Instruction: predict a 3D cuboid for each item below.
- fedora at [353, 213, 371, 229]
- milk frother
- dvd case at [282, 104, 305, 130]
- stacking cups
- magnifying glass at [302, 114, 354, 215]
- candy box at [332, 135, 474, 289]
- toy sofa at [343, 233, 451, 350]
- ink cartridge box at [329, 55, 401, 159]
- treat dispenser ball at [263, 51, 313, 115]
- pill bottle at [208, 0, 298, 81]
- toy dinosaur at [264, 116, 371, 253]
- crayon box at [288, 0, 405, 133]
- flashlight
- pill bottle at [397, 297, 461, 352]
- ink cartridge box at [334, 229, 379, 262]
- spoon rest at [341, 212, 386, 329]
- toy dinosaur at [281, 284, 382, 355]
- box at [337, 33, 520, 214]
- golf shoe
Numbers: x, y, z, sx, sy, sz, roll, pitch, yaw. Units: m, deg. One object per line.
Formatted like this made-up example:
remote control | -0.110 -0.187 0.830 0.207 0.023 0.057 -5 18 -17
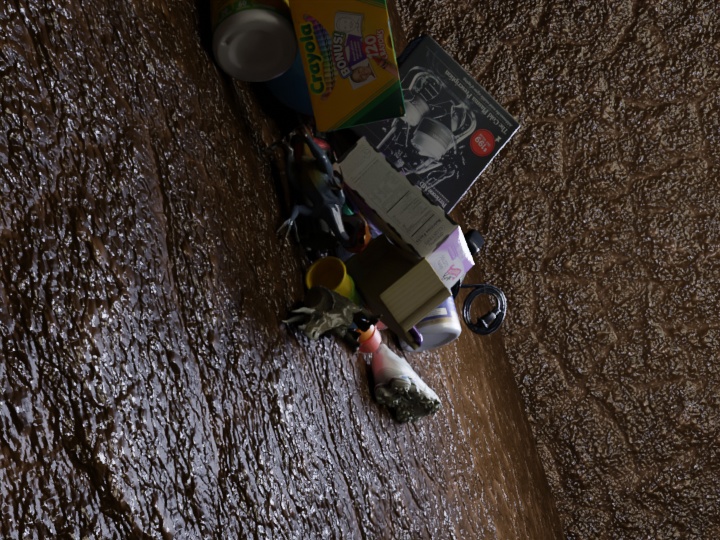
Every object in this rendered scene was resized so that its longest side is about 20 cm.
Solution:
fedora | 0.034 -0.124 1.770 0.081 0.201 0.201 26 30 -17
milk frother | 0.198 0.033 2.143 0.188 0.179 0.202 -46 113 -75
dvd case | -0.084 -0.218 1.648 0.143 0.017 0.202 -44 115 -77
stacking cups | -0.014 0.058 1.469 0.200 0.060 0.061 57 19 -51
magnifying glass | -0.054 -0.177 1.639 0.080 0.022 0.202 -79 150 -67
candy box | 0.062 -0.075 1.494 0.200 0.072 0.168 45 -4 22
toy sofa | 0.052 0.025 1.417 0.098 0.083 0.200 54 -7 -19
ink cartridge box | 0.037 -0.214 1.643 0.075 0.163 0.202 -144 -151 -78
treat dispenser ball | -0.056 -0.324 1.497 0.201 0.199 0.203 -18 90 -78
pill bottle | -0.144 -0.355 1.366 0.111 0.110 0.202 55 20 -52
toy dinosaur | -0.040 -0.113 1.401 0.182 0.104 0.200 55 30 -9
crayon box | -0.018 -0.285 1.313 0.058 0.117 0.202 -91 170 -61
flashlight | -0.062 -0.117 1.489 0.068 0.067 0.202 48 25 -50
pill bottle | 0.104 0.035 1.885 0.116 0.115 0.202 40 33 -67
ink cartridge box | 0.059 -0.036 1.686 0.200 0.158 0.048 21 52 -74
spoon rest | 0.000 0.000 1.545 0.099 0.060 0.202 23 -42 52
toy dinosaur | -0.035 0.054 1.336 0.102 0.077 0.200 37 2 -4
box | 0.101 -0.214 1.564 0.200 0.183 0.104 40 -3 -13
golf shoe | 0.071 0.177 1.649 0.200 0.078 0.098 53 16 -58
